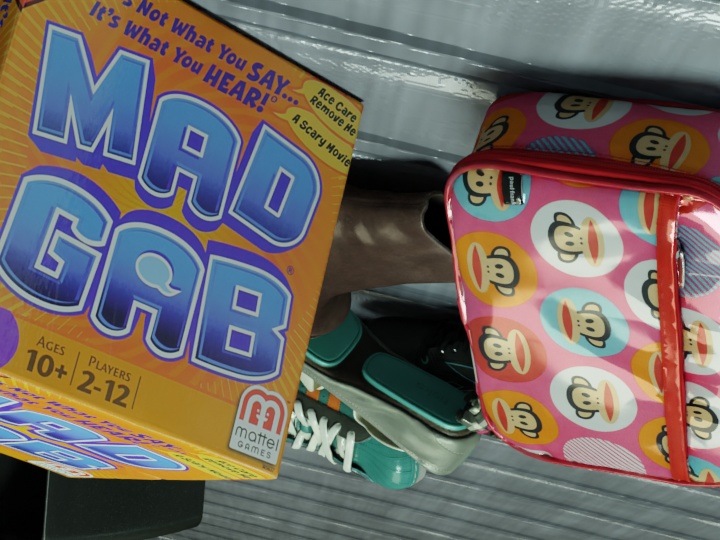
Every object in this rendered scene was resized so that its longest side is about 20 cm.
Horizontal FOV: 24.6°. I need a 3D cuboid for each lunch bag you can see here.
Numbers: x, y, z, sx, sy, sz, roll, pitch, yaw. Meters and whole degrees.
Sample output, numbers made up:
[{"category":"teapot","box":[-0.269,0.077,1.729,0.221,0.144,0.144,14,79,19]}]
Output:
[{"category":"lunch bag","box":[0.138,0.013,0.797,0.175,0.082,0.201,9,133,24]}]

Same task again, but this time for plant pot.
[{"category":"plant pot","box":[-0.253,0.174,1.588,0.176,0.202,0.199,11,167,-30]}]

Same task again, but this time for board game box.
[{"category":"board game box","box":[-0.152,-0.019,0.832,0.199,0.202,0.199,26,159,-35]}]

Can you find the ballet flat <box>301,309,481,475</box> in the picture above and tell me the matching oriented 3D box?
[{"category":"ballet flat","box":[-0.007,0.072,1.134,0.199,0.067,0.064,36,134,12]}]

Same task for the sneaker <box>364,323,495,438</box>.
[{"category":"sneaker","box":[0.060,0.093,1.267,0.198,0.077,0.091,15,174,11]}]

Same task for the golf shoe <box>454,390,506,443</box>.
[{"category":"golf shoe","box":[0.124,0.082,1.010,0.088,0.078,0.200,28,175,-5]}]

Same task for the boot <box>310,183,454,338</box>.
[{"category":"boot","box":[0.000,0.000,0.995,0.165,0.073,0.200,8,159,26]}]

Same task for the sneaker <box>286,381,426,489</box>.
[{"category":"sneaker","box":[-0.040,0.104,1.204,0.200,0.080,0.072,35,133,34]}]

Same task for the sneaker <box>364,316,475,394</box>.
[{"category":"sneaker","box":[0.088,0.056,1.152,0.198,0.076,0.080,11,139,19]}]
